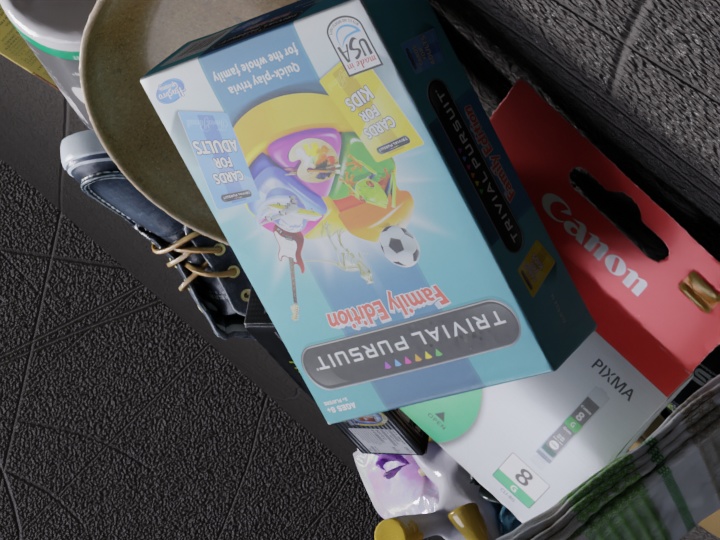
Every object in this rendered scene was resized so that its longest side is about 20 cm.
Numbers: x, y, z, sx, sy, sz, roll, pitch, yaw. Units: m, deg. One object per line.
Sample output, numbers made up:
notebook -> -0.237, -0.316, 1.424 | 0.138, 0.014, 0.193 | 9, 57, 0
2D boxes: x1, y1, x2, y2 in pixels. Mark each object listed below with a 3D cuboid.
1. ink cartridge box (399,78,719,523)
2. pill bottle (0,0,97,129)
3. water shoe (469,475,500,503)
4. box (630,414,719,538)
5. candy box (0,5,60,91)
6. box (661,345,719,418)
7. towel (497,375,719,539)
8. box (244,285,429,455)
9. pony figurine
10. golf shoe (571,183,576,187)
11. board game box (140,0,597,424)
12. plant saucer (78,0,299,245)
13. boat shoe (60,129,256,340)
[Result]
ink cartridge box -> 0.083, 0.024, 1.392 | 0.161, 0.050, 0.200 | 43, 142, 5
pill bottle -> -0.126, -0.136, 1.607 | 0.113, 0.113, 0.200 | 36, 170, 24
water shoe -> 0.099, 0.106, 1.746 | 0.071, 0.079, 0.200 | 21, 157, 52
box -> 0.171, 0.107, 1.651 | 0.200, 0.021, 0.163 | 40, 174, -36
candy box -> -0.216, -0.175, 1.861 | 0.117, 0.056, 0.200 | 49, -172, 32
box -> 0.156, 0.045, 1.596 | 0.200, 0.049, 0.161 | 36, 176, 21
towel -> 0.145, 0.107, 1.394 | 0.031, 0.200, 0.149 | 51, 178, 19
box -> 0.000, 0.000, 1.663 | 0.044, 0.161, 0.200 | 1, 155, 22
pony figurine -> 0.061, 0.132, 1.870 | 0.200, 0.166, 0.194 | 36, -147, -56
golf shoe -> 0.083, 0.037, 1.501 | 0.088, 0.077, 0.201 | 19, 128, 39
board game box -> 0.003, -0.033, 1.355 | 0.151, 0.047, 0.200 | -16, 108, 42
plant saucer -> -0.042, -0.094, 1.424 | 0.199, 0.035, 0.201 | 9, 132, 10
boat shoe -> -0.090, -0.018, 1.628 | 0.071, 0.091, 0.200 | -16, 155, 42
